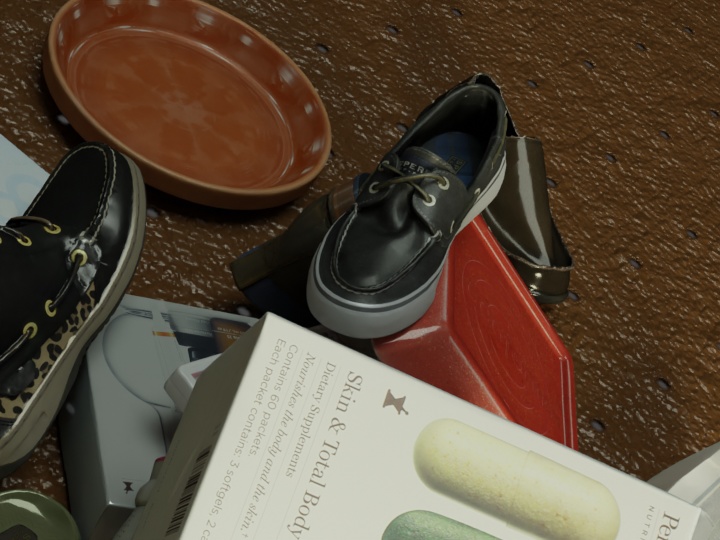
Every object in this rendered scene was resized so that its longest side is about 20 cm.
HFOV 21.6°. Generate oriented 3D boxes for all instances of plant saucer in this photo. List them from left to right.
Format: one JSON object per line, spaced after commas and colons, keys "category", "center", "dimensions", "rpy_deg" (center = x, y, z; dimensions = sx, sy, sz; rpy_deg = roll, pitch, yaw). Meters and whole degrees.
{"category": "plant saucer", "center": [-0.114, -0.111, 1.236], "dimensions": [0.199, 0.032, 0.201], "rpy_deg": [20, 38, -16]}
{"category": "plant saucer", "center": [0.075, 0.049, 1.088], "dimensions": [0.200, 0.036, 0.201], "rpy_deg": [55, 21, -27]}

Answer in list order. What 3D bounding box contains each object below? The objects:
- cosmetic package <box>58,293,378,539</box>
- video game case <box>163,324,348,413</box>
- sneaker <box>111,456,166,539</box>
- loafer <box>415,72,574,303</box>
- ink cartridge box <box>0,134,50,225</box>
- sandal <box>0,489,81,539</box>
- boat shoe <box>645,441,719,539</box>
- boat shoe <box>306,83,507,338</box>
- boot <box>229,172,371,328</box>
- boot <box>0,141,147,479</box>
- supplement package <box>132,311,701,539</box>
{"category": "cosmetic package", "center": [-0.062, 0.093, 1.018], "dimensions": [0.198, 0.052, 0.152], "rpy_deg": [11, 43, -27]}
{"category": "video game case", "center": [0.004, 0.116, 0.967], "dimensions": [0.200, 0.018, 0.143], "rpy_deg": [49, 28, 16]}
{"category": "sneaker", "center": [-0.054, 0.187, 0.896], "dimensions": [0.200, 0.081, 0.088], "rpy_deg": [47, 71, -1]}
{"category": "loafer", "center": [0.095, -0.062, 1.299], "dimensions": [0.072, 0.072, 0.201], "rpy_deg": [3, 44, -34]}
{"category": "ink cartridge box", "center": [-0.261, -0.030, 1.015], "dimensions": [0.160, 0.047, 0.200], "rpy_deg": [40, 35, 11]}
{"category": "sandal", "center": [-0.191, 0.149, 0.846], "dimensions": [0.079, 0.058, 0.201], "rpy_deg": [35, 35, 4]}
{"category": "boat shoe", "center": [0.188, 0.163, 1.114], "dimensions": [0.069, 0.072, 0.200], "rpy_deg": [58, 31, -1]}
{"category": "boat shoe", "center": [0.032, -0.040, 1.015], "dimensions": [0.069, 0.067, 0.200], "rpy_deg": [23, 39, 19]}
{"category": "boot", "center": [0.000, 0.000, 1.156], "dimensions": [0.200, 0.096, 0.075], "rpy_deg": [33, 36, -61]}
{"category": "boot", "center": [-0.192, -0.015, 0.937], "dimensions": [0.151, 0.073, 0.201], "rpy_deg": [49, 52, -39]}
{"category": "supplement package", "center": [0.008, 0.137, 0.802], "dimensions": [0.199, 0.151, 0.153], "rpy_deg": [24, 72, -10]}
